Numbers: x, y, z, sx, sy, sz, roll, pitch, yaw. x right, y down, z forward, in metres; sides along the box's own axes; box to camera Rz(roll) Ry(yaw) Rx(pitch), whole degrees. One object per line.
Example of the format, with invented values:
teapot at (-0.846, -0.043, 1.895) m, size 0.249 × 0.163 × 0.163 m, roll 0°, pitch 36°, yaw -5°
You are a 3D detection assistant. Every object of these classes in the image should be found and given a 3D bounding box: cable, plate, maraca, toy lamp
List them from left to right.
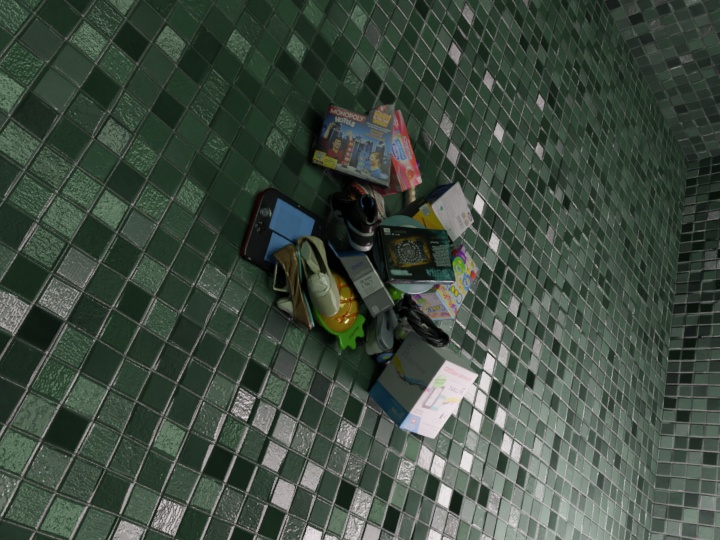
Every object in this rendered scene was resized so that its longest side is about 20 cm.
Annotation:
maraca at (-0.051, 0.091, 1.552) m, size 0.137 × 0.107 × 0.200 m, roll -49°, pitch 119°, yaw -40°
plate at (0.118, -0.043, 1.602) m, size 0.200 × 0.026 × 0.201 m, roll 13°, pitch 65°, yaw -29°
toy lamp at (0.140, -0.202, 1.841) m, size 0.058 × 0.058 × 0.200 m, roll 6°, pitch 78°, yaw -46°
cable at (0.160, 0.126, 1.676) m, size 0.163 × 0.051 × 0.200 m, roll 39°, pitch 7°, yaw 7°

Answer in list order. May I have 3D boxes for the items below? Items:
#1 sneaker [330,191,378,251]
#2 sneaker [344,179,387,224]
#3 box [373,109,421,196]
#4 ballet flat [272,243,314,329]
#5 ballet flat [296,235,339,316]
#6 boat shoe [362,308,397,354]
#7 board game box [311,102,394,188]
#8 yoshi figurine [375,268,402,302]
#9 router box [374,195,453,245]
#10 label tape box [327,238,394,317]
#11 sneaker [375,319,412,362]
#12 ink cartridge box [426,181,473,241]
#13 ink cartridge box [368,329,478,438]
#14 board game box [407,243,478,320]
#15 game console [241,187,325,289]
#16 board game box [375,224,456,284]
sneaker at (-0.007, -0.149, 1.568) m, size 0.073 × 0.112 × 0.200 m, roll -5°, pitch 45°, yaw -26°
sneaker at (0.041, -0.150, 1.710) m, size 0.082 × 0.078 × 0.200 m, roll -50°, pitch 120°, yaw -40°
box at (0.069, -0.304, 1.747) m, size 0.095 × 0.102 × 0.200 m, roll -30°, pitch 107°, yaw -44°
ballet flat at (-0.154, 0.041, 1.473) m, size 0.072 × 0.068 × 0.200 m, roll -13°, pitch 109°, yaw -9°
ballet flat at (-0.098, 0.006, 1.470) m, size 0.069 × 0.069 × 0.200 m, roll 13°, pitch 48°, yaw -45°
boat shoe at (0.039, 0.149, 1.669) m, size 0.075 × 0.086 × 0.202 m, roll 54°, pitch 20°, yaw -21°
board game box at (0.001, -0.325, 1.628) m, size 0.200 × 0.062 × 0.200 m, roll 17°, pitch 91°, yaw -13°
yoshi figurine at (0.092, 0.016, 1.721) m, size 0.200 × 0.112 × 0.113 m, roll -46°, pitch 125°, yaw -35°
router box at (0.127, -0.078, 1.672) m, size 0.200 × 0.051 × 0.149 m, roll -38°, pitch 96°, yaw -39°
label tape box at (0.000, 0.000, 1.570) m, size 0.063 × 0.144 × 0.200 m, roll -30°, pitch 98°, yaw 0°
sneaker at (0.097, 0.175, 1.739) m, size 0.200 × 0.071 × 0.083 m, roll -35°, pitch 91°, yaw -43°
ink cartridge box at (0.249, -0.165, 1.937) m, size 0.200 × 0.076 × 0.137 m, roll -40°, pitch 114°, yaw -41°
ink cartridge box at (0.154, 0.280, 1.656) m, size 0.147 × 0.146 × 0.200 m, roll 27°, pitch 99°, yaw -41°
board game box at (0.231, 0.033, 1.866) m, size 0.103 × 0.105 × 0.200 m, roll 55°, pitch 48°, yaw -26°
game console at (-0.168, -0.073, 1.508) m, size 0.200 × 0.031 × 0.177 m, roll 30°, pitch 63°, yaw -40°
board game box at (0.131, -0.034, 1.573) m, size 0.200 × 0.028 × 0.136 m, roll 2°, pitch 72°, yaw -33°
